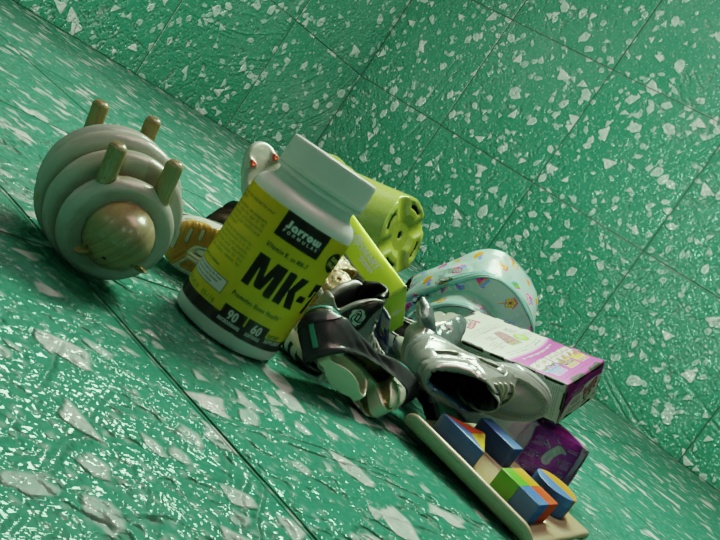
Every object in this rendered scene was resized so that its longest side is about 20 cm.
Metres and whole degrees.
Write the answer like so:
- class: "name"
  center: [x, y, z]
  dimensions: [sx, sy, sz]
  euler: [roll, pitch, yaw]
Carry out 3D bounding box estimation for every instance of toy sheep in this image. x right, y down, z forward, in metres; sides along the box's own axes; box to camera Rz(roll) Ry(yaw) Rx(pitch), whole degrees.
- class: "toy sheep"
  center: [-0.218, -0.067, 0.778]
  dimensions: [0.138, 0.138, 0.200]
  euler: [31, 16, -33]

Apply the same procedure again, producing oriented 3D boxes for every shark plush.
- class: "shark plush"
  center: [0.096, 0.111, 1.099]
  dimensions: [0.083, 0.091, 0.200]
  euler: [20, 26, -11]

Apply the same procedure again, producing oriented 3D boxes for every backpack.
- class: "backpack"
  center: [0.173, 0.070, 1.393]
  dimensions: [0.176, 0.200, 0.153]
  euler: [56, 24, -17]

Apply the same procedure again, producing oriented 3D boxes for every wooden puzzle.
- class: "wooden puzzle"
  center: [0.157, 0.217, 0.973]
  dimensions: [0.185, 0.046, 0.200]
  euler: [42, 8, 32]

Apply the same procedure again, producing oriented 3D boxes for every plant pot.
- class: "plant pot"
  center: [-0.004, -0.077, 1.478]
  dimensions: [0.184, 0.201, 0.200]
  euler: [18, -4, 33]

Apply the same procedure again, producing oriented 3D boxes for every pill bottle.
- class: "pill bottle"
  center: [-0.079, -0.024, 0.869]
  dimensions: [0.114, 0.200, 0.114]
  euler: [34, 6, -4]

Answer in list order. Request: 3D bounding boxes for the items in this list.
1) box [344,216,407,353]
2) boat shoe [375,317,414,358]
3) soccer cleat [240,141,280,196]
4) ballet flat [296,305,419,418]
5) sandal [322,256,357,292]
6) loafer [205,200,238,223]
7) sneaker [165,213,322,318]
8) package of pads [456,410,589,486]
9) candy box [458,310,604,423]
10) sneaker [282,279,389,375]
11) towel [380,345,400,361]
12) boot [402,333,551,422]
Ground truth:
- class: "box"
  center: [0.000, 0.000, 1.186]
  dimensions: [0.200, 0.048, 0.122]
  euler: [55, -15, 23]
- class: "boat shoe"
  center: [0.003, 0.057, 1.264]
  dimensions: [0.200, 0.057, 0.069]
  euler: [32, -14, 13]
- class: "soccer cleat"
  center: [-0.137, -0.082, 1.263]
  dimensions: [0.069, 0.201, 0.077]
  euler: [-19, 19, -29]
- class: "ballet flat"
  center: [0.001, 0.111, 0.921]
  dimensions: [0.200, 0.073, 0.073]
  euler: [45, -3, -43]
- class: "sandal"
  center: [-0.047, 0.004, 1.116]
  dimensions: [0.212, 0.077, 0.070]
  euler: [-145, -147, -75]
- class: "loafer"
  center: [-0.147, -0.024, 1.180]
  dimensions: [0.200, 0.071, 0.073]
  euler: [33, -41, 45]
- class: "sneaker"
  center: [-0.127, -0.008, 1.006]
  dimensions: [0.200, 0.076, 0.088]
  euler: [33, 6, -21]
- class: "package of pads"
  center: [0.207, 0.207, 1.225]
  dimensions: [0.120, 0.076, 0.200]
  euler: [27, 9, -26]
- class: "candy box"
  center: [0.207, 0.125, 1.207]
  dimensions: [0.200, 0.061, 0.136]
  euler: [23, 20, 31]
- class: "sneaker"
  center: [0.011, 0.073, 1.005]
  dimensions: [0.075, 0.116, 0.200]
  euler: [40, 8, 39]
- class: "towel"
  center: [-0.025, 0.084, 1.172]
  dimensions: [0.200, 0.023, 0.144]
  euler: [35, 5, 4]
- class: "boot"
  center: [0.143, 0.141, 1.017]
  dimensions: [0.199, 0.074, 0.096]
  euler: [22, 15, -17]
